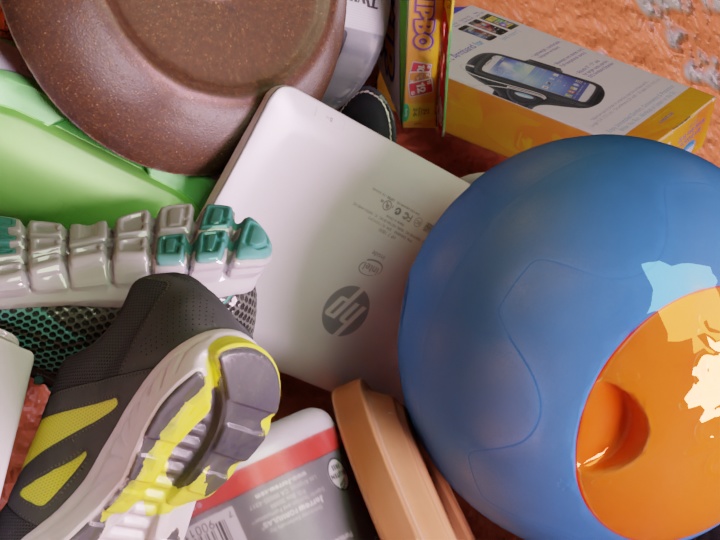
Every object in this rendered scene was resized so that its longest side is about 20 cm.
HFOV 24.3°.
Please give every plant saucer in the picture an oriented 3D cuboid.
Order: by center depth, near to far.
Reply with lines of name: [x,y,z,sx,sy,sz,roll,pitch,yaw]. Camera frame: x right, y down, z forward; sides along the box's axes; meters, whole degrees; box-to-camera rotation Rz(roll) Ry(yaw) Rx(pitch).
plant saucer: [-0.077,-0.147,0.794,0.200,0.037,0.202,5,81,-37]
plant saucer: [0.041,0.144,0.825,0.200,0.032,0.201,-26,90,-88]

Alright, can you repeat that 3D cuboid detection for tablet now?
tablet: [0.000,0.000,0.850,0.199,0.014,0.131,25,98,-38]

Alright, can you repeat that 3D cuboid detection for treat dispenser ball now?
treat dispenser ball: [0.117,0.035,0.805,0.200,0.201,0.202,19,57,-33]

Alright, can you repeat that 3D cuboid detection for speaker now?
speaker: [-0.144,-0.049,0.811,0.199,0.088,0.089,27,53,-29]

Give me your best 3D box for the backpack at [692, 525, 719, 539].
backpack: [0.226,0.115,0.978,0.166,0.201,0.127,18,48,20]

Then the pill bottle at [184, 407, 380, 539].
pill bottle: [-0.027,0.176,0.779,0.116,0.116,0.201,-20,84,-45]

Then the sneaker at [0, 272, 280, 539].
sneaker: [-0.110,0.086,0.719,0.074,0.200,0.085,27,23,-41]

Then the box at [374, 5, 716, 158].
box: [0.103,-0.108,1.021,0.199,0.042,0.119,23,32,24]

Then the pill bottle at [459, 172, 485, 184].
pill bottle: [0.137,0.002,1.011,0.199,0.114,0.115,1,68,-41]

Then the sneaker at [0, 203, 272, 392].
sneaker: [-0.139,0.026,0.757,0.199,0.092,0.078,-1,25,-2]

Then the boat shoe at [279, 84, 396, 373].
boat shoe: [-0.007,-0.033,0.940,0.075,0.060,0.201,31,52,-26]

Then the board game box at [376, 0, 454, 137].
board game box: [0.022,-0.161,0.950,0.030,0.096,0.200,-5,33,-11]

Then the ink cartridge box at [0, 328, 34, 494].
ink cartridge box: [-0.229,0.103,0.661,0.144,0.084,0.201,27,54,-29]

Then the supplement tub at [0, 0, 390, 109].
supplement tub: [-0.092,-0.154,0.883,0.199,0.122,0.123,8,64,-39]
